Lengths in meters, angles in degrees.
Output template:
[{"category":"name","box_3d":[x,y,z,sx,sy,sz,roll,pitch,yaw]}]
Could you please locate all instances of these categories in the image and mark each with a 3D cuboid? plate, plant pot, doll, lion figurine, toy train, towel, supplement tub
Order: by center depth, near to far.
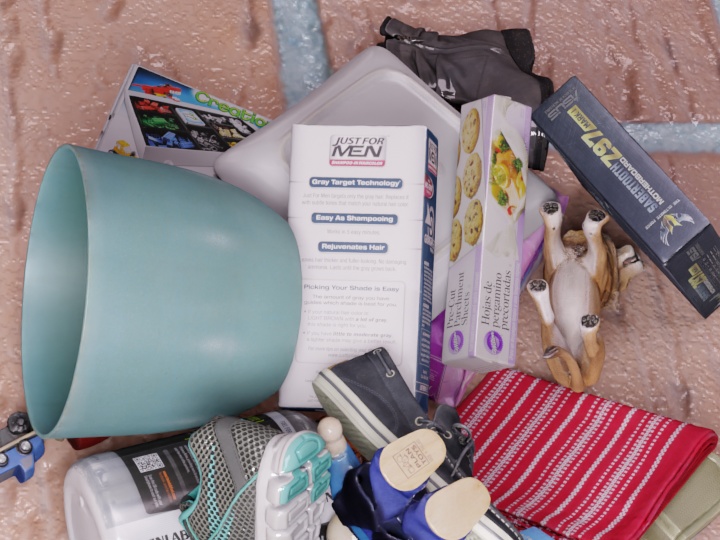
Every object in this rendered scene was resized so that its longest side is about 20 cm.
[{"category":"doll","box_3d":[0.018,0.147,1.418,0.048,0.200,0.136,-41,86,-22]},{"category":"supplement tub","box_3d":[-0.092,0.166,1.537,0.200,0.123,0.123,-13,60,-20]},{"category":"plant pot","box_3d":[-0.133,0.021,1.548,0.161,0.201,0.201,5,54,-20]},{"category":"toy train","box_3d":[-0.196,0.104,1.613,0.200,0.034,0.046,-26,76,-28]},{"category":"towel","box_3d":[0.139,0.135,1.618,0.200,0.023,0.145,16,46,36]},{"category":"plate","box_3d":[0.025,-0.070,1.682,0.200,0.032,0.200,42,54,12]},{"category":"lion figurine","box_3d":[0.161,0.031,1.683,0.072,0.123,0.200,5,45,16]}]

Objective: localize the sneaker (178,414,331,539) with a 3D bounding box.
[{"category":"sneaker","box_3d":[-0.075,0.172,1.444,0.091,0.200,0.078,22,33,22]}]

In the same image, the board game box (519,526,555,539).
[{"category":"board game box","box_3d":[0.046,0.271,1.485,0.200,0.151,0.037,-19,28,-25]}]

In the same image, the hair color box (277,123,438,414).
[{"category":"hair color box","box_3d":[0.000,0.000,1.588,0.100,0.061,0.200,2,85,11]}]

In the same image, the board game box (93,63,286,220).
[{"category":"board game box","box_3d":[-0.099,-0.066,1.678,0.200,0.035,0.126,22,49,-5]}]

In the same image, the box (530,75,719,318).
[{"category":"box","box_3d":[0.215,-0.052,1.721,0.051,0.200,0.158,-43,69,5]}]

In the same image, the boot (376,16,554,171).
[{"category":"boot","box_3d":[0.079,-0.140,1.806,0.131,0.070,0.200,3,26,-9]}]

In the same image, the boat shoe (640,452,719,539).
[{"category":"boat shoe","box_3d":[0.179,0.203,1.610,0.200,0.068,0.075,-28,70,-16]}]

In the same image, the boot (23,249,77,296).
[{"category":"boot","box_3d":[-0.131,-0.004,1.675,0.166,0.072,0.200,36,51,16]}]

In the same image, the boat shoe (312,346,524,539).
[{"category":"boat shoe","box_3d":[0.048,0.121,1.481,0.062,0.075,0.200,-35,55,-14]}]

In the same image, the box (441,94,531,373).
[{"category":"box","box_3d":[0.092,-0.027,1.635,0.039,0.041,0.200,16,72,-33]}]

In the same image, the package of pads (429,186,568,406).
[{"category":"package of pads","box_3d":[0.065,-0.004,1.720,0.120,0.076,0.200,25,53,11]}]
